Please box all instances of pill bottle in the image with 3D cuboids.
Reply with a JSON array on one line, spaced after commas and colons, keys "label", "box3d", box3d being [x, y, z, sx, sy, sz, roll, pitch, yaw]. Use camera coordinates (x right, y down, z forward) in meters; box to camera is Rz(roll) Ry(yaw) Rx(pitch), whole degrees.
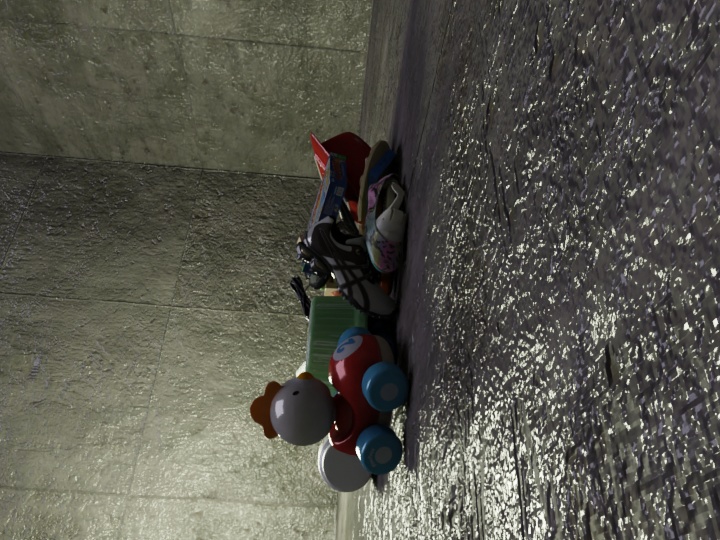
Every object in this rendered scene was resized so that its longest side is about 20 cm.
[{"label": "pill bottle", "box3d": [-0.030, 0.386, 1.237, 0.200, 0.112, 0.116, 108, 166, -78]}]

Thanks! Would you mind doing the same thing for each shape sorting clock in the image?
[{"label": "shape sorting clock", "box3d": [0.027, -0.150, 1.176, 0.200, 0.039, 0.203, 15, -90, -77]}]

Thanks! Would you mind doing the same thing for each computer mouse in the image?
[{"label": "computer mouse", "box3d": [-0.084, 0.018, 1.300, 0.200, 0.046, 0.141, -46, 59, 31]}]

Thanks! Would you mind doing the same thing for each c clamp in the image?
[{"label": "c clamp", "box3d": [-0.011, -0.060, 1.265, 0.171, 0.027, 0.202, 71, 176, -65]}]

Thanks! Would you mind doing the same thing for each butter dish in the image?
[{"label": "butter dish", "box3d": [-0.001, -0.217, 1.316, 0.200, 0.147, 0.200, 54, 174, 16]}]

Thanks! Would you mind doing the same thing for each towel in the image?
[{"label": "towel", "box3d": [0.028, 0.142, 1.063, 0.200, 0.048, 0.113, -95, 10, -73]}]

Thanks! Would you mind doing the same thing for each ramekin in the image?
[{"label": "ramekin", "box3d": [-0.045, 0.138, 1.069, 0.200, 0.096, 0.203, -175, 90, -87]}]

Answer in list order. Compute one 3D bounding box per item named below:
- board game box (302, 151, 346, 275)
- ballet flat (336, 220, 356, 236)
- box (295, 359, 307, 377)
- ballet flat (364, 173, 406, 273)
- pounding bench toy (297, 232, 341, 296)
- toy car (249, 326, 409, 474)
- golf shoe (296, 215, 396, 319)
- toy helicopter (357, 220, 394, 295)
[{"label": "board game box", "box3d": [-0.071, -0.111, 1.185, 0.136, 0.034, 0.202, -94, 20, -57]}, {"label": "ballet flat", "box3d": [0.000, 0.000, 1.151, 0.046, 0.067, 0.202, -17, 95, 66]}, {"label": "box", "box3d": [-0.073, 0.254, 1.237, 0.200, 0.078, 0.143, 124, 135, -70]}, {"label": "ballet flat", "box3d": [0.046, -0.089, 0.988, 0.071, 0.068, 0.202, -49, 28, 39]}, {"label": "pounding bench toy", "box3d": [-0.054, 0.002, 1.400, 0.124, 0.197, 0.158, 104, 171, -71]}, {"label": "toy car", "box3d": [-0.055, 0.179, 0.862, 0.184, 0.197, 0.180, -140, 53, -70]}, {"label": "golf shoe", "box3d": [-0.006, -0.004, 0.979, 0.095, 0.199, 0.078, -48, 11, 17]}, {"label": "toy helicopter", "box3d": [0.031, -0.058, 1.098, 0.201, 0.078, 0.134, -70, -18, -52]}]
